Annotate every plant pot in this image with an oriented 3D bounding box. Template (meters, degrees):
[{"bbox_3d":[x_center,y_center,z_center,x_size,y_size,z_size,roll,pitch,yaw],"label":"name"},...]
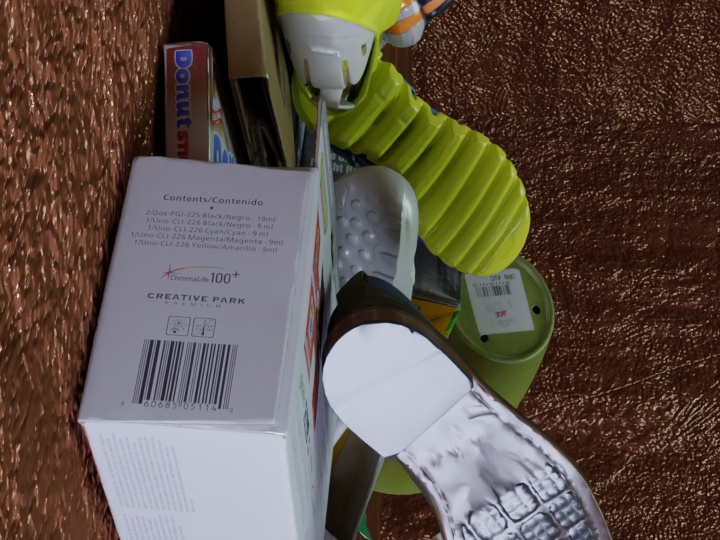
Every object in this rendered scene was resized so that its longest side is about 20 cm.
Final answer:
[{"bbox_3d":[0.062,0.060,1.284,0.200,0.186,0.188,137,-38,-58],"label":"plant pot"}]

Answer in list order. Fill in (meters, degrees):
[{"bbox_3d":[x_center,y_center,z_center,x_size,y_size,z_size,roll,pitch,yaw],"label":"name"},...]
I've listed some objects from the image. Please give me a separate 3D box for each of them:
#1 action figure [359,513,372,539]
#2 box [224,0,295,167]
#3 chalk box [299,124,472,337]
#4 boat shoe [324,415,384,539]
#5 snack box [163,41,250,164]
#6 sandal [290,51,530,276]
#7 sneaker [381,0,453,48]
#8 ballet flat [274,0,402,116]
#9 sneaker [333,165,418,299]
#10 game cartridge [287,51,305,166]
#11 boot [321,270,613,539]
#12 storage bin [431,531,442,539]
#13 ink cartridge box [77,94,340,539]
[{"bbox_3d":[-0.050,0.066,0.931,0.118,0.055,0.200,51,-13,47],"label":"action figure"},{"bbox_3d":[-0.056,-0.144,0.878,0.164,0.021,0.201,81,4,-64],"label":"box"},{"bbox_3d":[0.003,-0.034,1.150,0.124,0.124,0.201,111,-12,-52],"label":"chalk box"},{"bbox_3d":[-0.033,0.144,0.857,0.071,0.070,0.201,33,78,-46],"label":"boat shoe"},{"bbox_3d":[-0.074,-0.065,0.853,0.200,0.024,0.072,39,50,-85],"label":"snack box"},{"bbox_3d":[0.031,-0.077,1.044,0.200,0.079,0.087,46,-2,-19],"label":"sandal"},{"bbox_3d":[0.040,-0.191,1.000,0.078,0.112,0.200,57,-5,-21],"label":"sneaker"},{"bbox_3d":[-0.013,-0.124,0.873,0.200,0.067,0.067,81,17,-84],"label":"ballet flat"},{"bbox_3d":[0.000,0.000,0.974,0.080,0.076,0.200,-38,161,-35],"label":"sneaker"},{"bbox_3d":[-0.053,-0.151,1.060,0.133,0.041,0.201,80,13,-57],"label":"game cartridge"},{"bbox_3d":[0.054,0.081,0.757,0.200,0.075,0.097,52,9,-19],"label":"boot"},{"bbox_3d":[0.024,0.223,0.844,0.094,0.200,0.198,55,18,18],"label":"storage bin"},{"bbox_3d":[-0.057,0.045,0.743,0.200,0.083,0.176,88,7,-54],"label":"ink cartridge box"}]
